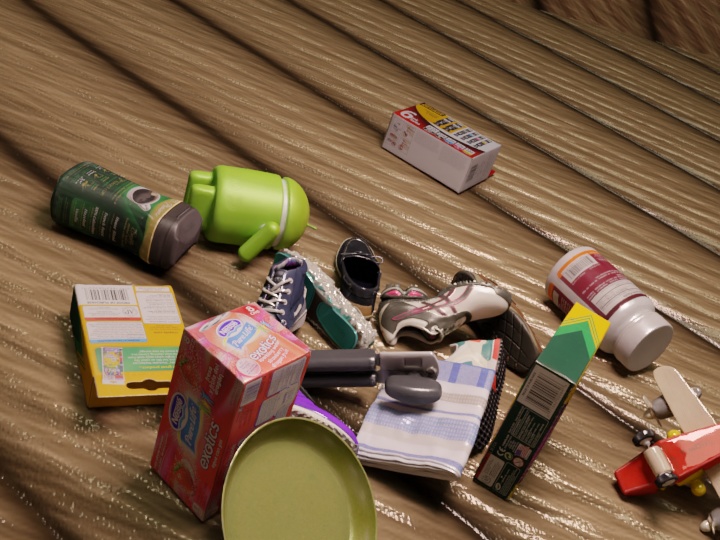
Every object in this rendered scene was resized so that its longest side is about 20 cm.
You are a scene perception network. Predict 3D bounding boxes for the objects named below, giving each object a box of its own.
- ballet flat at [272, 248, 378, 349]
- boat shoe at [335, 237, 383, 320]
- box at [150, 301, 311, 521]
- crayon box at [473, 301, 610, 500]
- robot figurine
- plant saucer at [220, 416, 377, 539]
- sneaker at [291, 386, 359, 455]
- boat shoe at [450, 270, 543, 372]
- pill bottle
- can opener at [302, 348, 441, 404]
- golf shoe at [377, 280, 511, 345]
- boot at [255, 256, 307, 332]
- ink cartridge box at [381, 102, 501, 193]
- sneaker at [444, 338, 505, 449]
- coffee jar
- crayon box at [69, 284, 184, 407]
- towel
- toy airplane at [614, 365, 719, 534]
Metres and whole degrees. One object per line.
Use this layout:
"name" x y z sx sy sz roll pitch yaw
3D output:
"ballet flat" -0.049 0.046 1.279 0.071 0.072 0.200 -17 56 -44
"boat shoe" 0.000 0.000 1.374 0.074 0.063 0.201 14 31 -8
"box" -0.139 0.147 0.942 0.094 0.201 0.102 37 36 26
"crayon box" 0.230 0.162 1.129 0.058 0.201 0.172 30 33 14
"robot figurine" -0.168 -0.095 1.368 0.198 0.116 0.176 7 29 -20
"plant saucer" -0.065 0.252 0.911 0.199 0.031 0.202 20 58 -36
"sneaker" -0.085 0.160 1.078 0.199 0.070 0.100 25 30 5
"boat shoe" 0.221 0.071 1.381 0.073 0.076 0.200 2 41 -43
"pill bottle" 0.405 0.062 1.461 0.113 0.115 0.200 -5 40 -35
"can opener" 0.005 0.130 1.135 0.198 0.053 0.067 2 31 7
"golf shoe" 0.124 0.068 1.312 0.198 0.077 0.089 -4 55 4
"boot" -0.119 0.046 1.172 0.072 0.091 0.200 9 17 9
"ink cartridge box" 0.176 -0.261 1.842 0.199 0.084 0.175 33 34 20
"sneaker" 0.139 0.166 1.217 0.093 0.071 0.200 2 36 21
"coffee jar" -0.331 -0.078 1.279 0.199 0.086 0.104 23 29 6
"crayon box" -0.274 0.098 1.081 0.125 0.052 0.200 2 36 -27
"towel" 0.080 0.178 1.124 0.146 0.024 0.200 7 36 20
"toy airplane" 0.459 0.244 1.195 0.198 0.141 0.201 19 63 21
